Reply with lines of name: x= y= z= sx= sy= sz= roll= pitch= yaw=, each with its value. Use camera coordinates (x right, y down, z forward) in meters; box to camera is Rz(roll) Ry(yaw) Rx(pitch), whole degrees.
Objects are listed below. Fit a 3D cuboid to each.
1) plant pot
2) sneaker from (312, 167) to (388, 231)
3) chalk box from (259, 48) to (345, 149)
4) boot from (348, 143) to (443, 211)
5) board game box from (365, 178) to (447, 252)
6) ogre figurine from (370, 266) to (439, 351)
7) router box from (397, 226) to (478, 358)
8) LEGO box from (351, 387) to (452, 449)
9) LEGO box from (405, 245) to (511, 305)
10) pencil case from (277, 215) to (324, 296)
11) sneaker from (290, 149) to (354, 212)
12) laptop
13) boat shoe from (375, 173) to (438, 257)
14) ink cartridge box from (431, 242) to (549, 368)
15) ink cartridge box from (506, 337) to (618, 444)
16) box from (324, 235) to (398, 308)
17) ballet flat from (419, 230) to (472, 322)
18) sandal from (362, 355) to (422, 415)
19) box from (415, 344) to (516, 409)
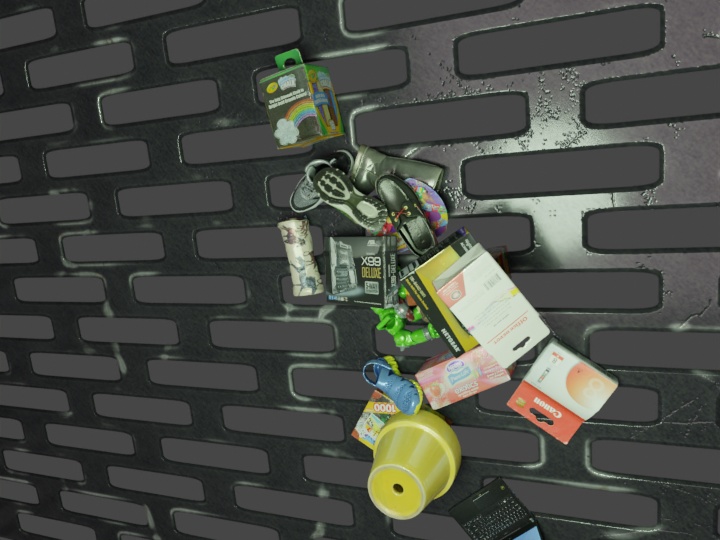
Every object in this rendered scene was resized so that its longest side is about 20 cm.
plant pot: x=0.108 y=0.439 z=1.326 sx=0.199 sy=0.189 sz=0.203 roll=5 pitch=105 yaw=20
sneaker: x=-0.024 y=-0.142 z=1.291 sx=0.200 sy=0.089 sz=0.077 roll=41 pitch=81 yaw=18
chalk box: x=-0.135 y=-0.388 z=1.347 sx=0.124 sy=0.124 sz=0.202 roll=-10 pitch=98 yaw=25
boot: x=0.071 y=-0.178 z=1.350 sx=0.198 sy=0.073 sz=0.183 roll=22 pitch=118 yaw=7
board game box: x=0.093 y=-0.107 z=1.325 sx=0.199 sy=0.039 sz=0.158 roll=-22 pitch=118 yaw=33
ogre figurine: x=0.096 y=0.093 z=1.383 sx=0.120 sy=0.098 sz=0.200 roll=-42 pitch=89 yaw=20
router box: x=0.190 y=0.043 z=1.142 sx=0.157 sy=0.052 sz=0.201 roll=-35 pitch=105 yaw=8
LEGO box: x=0.100 y=0.387 z=1.464 sx=0.199 sy=0.077 sz=0.150 roll=31 pitch=112 yaw=13
LEGO box: x=0.208 y=0.010 z=1.279 sx=0.198 sy=0.149 sz=0.078 roll=-8 pitch=100 yaw=23
pencil case: x=-0.145 y=-0.030 z=1.465 sx=0.077 sy=0.089 sz=0.202 roll=-13 pitch=99 yaw=-4
sneaker: x=-0.109 y=-0.203 z=1.386 sx=0.200 sy=0.114 sz=0.076 roll=-39 pitch=86 yaw=26
laptop: x=0.324 y=0.632 z=1.417 sx=0.200 sy=0.103 sz=0.177 roll=49 pitch=115 yaw=5
boat shoe: x=0.099 y=-0.115 z=1.263 sx=0.073 sy=0.063 sz=0.202 roll=-31 pitch=101 yaw=16
ink cartridge box: x=0.237 y=0.066 z=1.089 sx=0.116 sy=0.068 sz=0.200 roll=-39 pitch=103 yaw=8
ink cartridge box: x=0.435 y=0.271 z=1.312 sx=0.162 sy=0.050 sz=0.201 roll=33 pitch=110 yaw=12
box: x=0.000 y=0.000 z=1.376 sx=0.199 sy=0.049 sz=0.159 roll=4 pitch=97 yaw=46
ballet flat: x=0.167 y=0.016 z=1.179 sx=0.067 sy=0.046 sz=0.201 roll=28 pitch=111 yaw=13
sandal: x=0.069 y=0.266 z=1.388 sx=0.200 sy=0.086 sz=0.080 roll=37 pitch=111 yaw=53
box: x=0.238 y=0.223 z=1.353 sx=0.199 sy=0.103 sz=0.095 roll=-29 pitch=91 yaw=27
